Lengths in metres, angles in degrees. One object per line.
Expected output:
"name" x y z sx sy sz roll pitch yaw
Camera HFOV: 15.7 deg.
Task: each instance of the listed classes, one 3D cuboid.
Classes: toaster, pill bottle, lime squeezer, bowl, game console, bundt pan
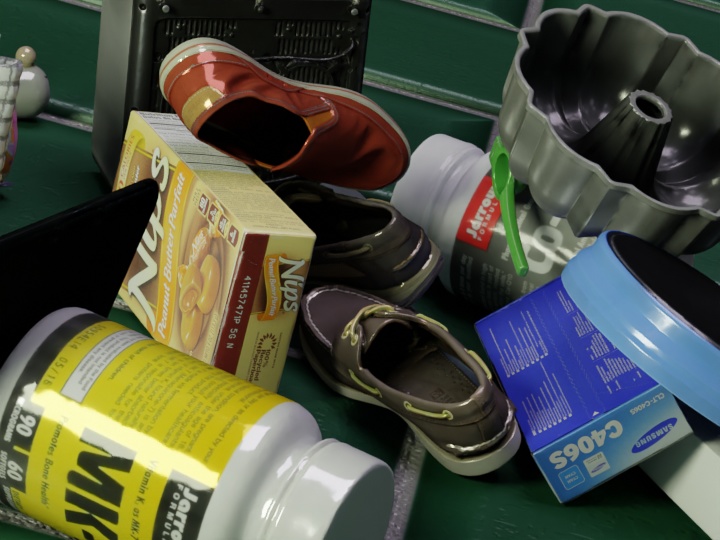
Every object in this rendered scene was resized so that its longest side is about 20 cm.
"toaster" -0.093 -0.123 1.887 0.180 0.201 0.119 -1 21 -19
"pill bottle" 0.124 -0.018 1.842 0.199 0.114 0.114 23 22 23
"lime squeezer" 0.118 -0.066 1.792 0.071 0.038 0.200 41 42 -4
"bowl" 0.216 0.045 1.620 0.200 0.039 0.201 33 15 -10
"game console" -0.220 0.026 1.404 0.175 0.117 0.200 -2 12 26
"pill bottle" -0.090 0.105 1.360 0.199 0.115 0.114 22 21 21
"bundt pan" 0.179 -0.084 1.752 0.201 0.076 0.202 16 41 -15

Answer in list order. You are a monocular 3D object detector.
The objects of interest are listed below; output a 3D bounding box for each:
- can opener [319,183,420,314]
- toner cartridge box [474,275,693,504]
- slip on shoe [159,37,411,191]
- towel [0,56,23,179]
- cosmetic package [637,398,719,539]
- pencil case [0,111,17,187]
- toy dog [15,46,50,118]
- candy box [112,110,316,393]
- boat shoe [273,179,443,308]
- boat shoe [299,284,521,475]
"can opener" 0.000 0.000 1.774 0.053 0.067 0.200 4 22 -26
"toner cartridge box" 0.138 0.067 1.658 0.095 0.043 0.200 -30 23 5
"slip on shoe" -0.044 -0.087 1.672 0.200 0.074 0.061 22 35 -42
"towel" -0.323 -0.083 1.631 0.199 0.166 0.086 6 16 -23
"cosmetic package" 0.246 0.142 1.591 0.082 0.051 0.200 10 20 -29
"pencil case" -0.331 -0.094 1.779 0.199 0.088 0.087 -3 26 -41
"toy dog" -0.328 -0.166 1.945 0.132 0.097 0.200 29 24 33
"candy box" -0.102 -0.012 1.663 0.055 0.116 0.200 4 22 -29
"boat shoe" -0.037 -0.028 1.737 0.199 0.073 0.075 5 47 33
"boat shoe" 0.024 0.054 1.627 0.072 0.060 0.200 -35 43 -16
